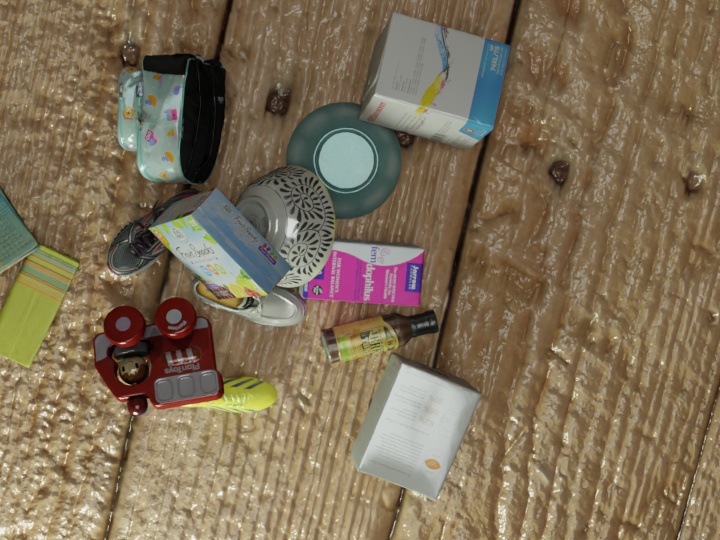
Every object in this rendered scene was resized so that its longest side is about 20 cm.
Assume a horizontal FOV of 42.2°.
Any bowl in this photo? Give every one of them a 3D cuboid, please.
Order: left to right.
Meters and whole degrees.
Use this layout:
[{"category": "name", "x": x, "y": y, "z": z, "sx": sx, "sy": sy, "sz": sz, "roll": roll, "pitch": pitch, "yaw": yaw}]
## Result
[{"category": "bowl", "x": -0.146, "y": -0.072, "z": 1.502, "sx": 0.201, "sy": 0.094, "sz": 0.201, "roll": 1, "pitch": 91, "yaw": 38}]

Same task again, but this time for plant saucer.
[{"category": "plant saucer", "x": -0.026, "y": -0.187, "z": 1.588, "sx": 0.201, "sy": 0.039, "sz": 0.201, "roll": -1, "pitch": 95, "yaw": -6}]

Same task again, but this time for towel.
[{"category": "towel", "x": -0.649, "y": -0.046, "z": 1.535, "sx": 0.200, "sy": 0.022, "sz": 0.147, "roll": -33, "pitch": 92, "yaw": -1}, {"category": "towel", "x": -0.550, "y": 0.056, "z": 1.565, "sx": 0.086, "sy": 0.018, "sz": 0.200, "roll": 26, "pitch": 93, "yaw": -3}]

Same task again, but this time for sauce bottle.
[{"category": "sauce bottle", "x": 0.035, "y": 0.109, "z": 1.612, "sx": 0.200, "sy": 0.065, "sz": 0.065, "roll": -15, "pitch": 97, "yaw": -4}]

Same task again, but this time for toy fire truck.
[{"category": "toy fire truck", "x": -0.330, "y": 0.146, "z": 1.517, "sx": 0.200, "sy": 0.112, "sz": 0.168, "roll": -10, "pitch": 67, "yaw": -5}]

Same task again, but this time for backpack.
[{"category": "backpack", "x": -0.298, "y": -0.236, "z": 1.487, "sx": 0.153, "sy": 0.176, "sz": 0.200, "roll": -1, "pitch": 97, "yaw": 10}]

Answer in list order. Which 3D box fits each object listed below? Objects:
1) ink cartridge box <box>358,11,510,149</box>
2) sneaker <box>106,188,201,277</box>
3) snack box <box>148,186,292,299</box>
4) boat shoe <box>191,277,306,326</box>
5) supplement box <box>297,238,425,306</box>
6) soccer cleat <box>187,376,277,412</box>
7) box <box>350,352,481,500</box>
[{"category": "ink cartridge box", "x": 0.117, "y": -0.305, "z": 1.528, "sx": 0.200, "sy": 0.147, "sz": 0.146, "roll": 14, "pitch": 82, "yaw": -8}, {"category": "sneaker", "x": -0.341, "y": -0.067, "z": 1.546, "sx": 0.200, "sy": 0.075, "sz": 0.081, "roll": -41, "pitch": 98, "yaw": -1}, {"category": "snack box", "x": -0.219, "y": -0.036, "z": 1.433, "sx": 0.169, "sy": 0.200, "sz": 0.068, "roll": 48, "pitch": 65, "yaw": -19}, {"category": "boat shoe", "x": -0.188, "y": 0.050, "z": 1.577, "sx": 0.200, "sy": 0.070, "sz": 0.071, "roll": 19, "pitch": 93, "yaw": -8}, {"category": "supplement box", "x": 0.000, "y": 0.000, "z": 1.579, "sx": 0.200, "sy": 0.103, "sz": 0.101, "roll": 4, "pitch": 94, "yaw": -9}, {"category": "soccer cleat", "x": -0.241, "y": 0.211, "z": 1.579, "sx": 0.200, "sy": 0.084, "sz": 0.065, "roll": 7, "pitch": 95, "yaw": -7}, {"category": "box", "x": 0.093, "y": 0.266, "z": 1.612, "sx": 0.152, "sy": 0.106, "sz": 0.200, "roll": 23, "pitch": 92, "yaw": -9}]
